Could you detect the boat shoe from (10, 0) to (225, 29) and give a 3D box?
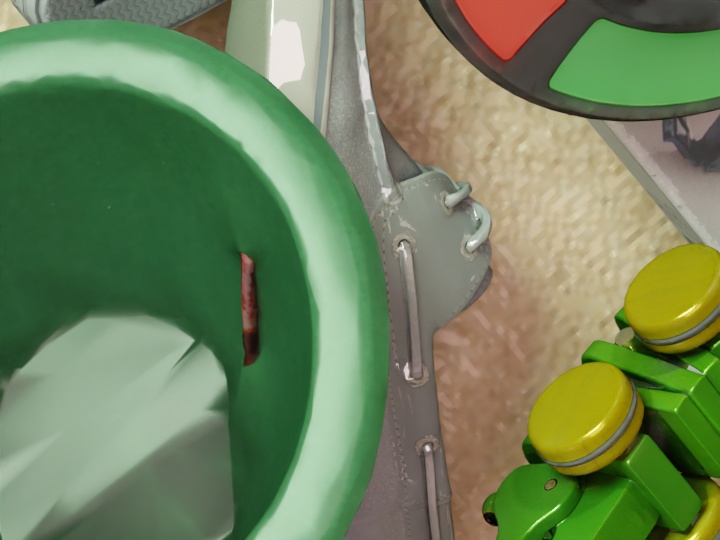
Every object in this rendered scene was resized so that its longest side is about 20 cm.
[{"bbox_3d":[-0.012,-0.130,0.825,0.199,0.074,0.067,-21,54,-12],"label":"boat shoe"}]

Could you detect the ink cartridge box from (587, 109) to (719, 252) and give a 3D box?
[{"bbox_3d":[0.133,-0.095,0.808,0.176,0.045,0.200,-42,114,1],"label":"ink cartridge box"}]

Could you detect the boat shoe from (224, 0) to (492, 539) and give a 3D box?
[{"bbox_3d":[0.000,0.001,0.821,0.071,0.070,0.202,-5,110,-11],"label":"boat shoe"}]

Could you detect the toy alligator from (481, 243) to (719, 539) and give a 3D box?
[{"bbox_3d":[0.060,0.056,0.778,0.200,0.054,0.059,-50,122,-15],"label":"toy alligator"}]

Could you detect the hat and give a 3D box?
[{"bbox_3d":[-0.058,0.055,0.798,0.165,0.176,0.201,-3,74,10],"label":"hat"}]

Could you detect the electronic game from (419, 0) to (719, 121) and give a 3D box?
[{"bbox_3d":[0.096,-0.121,0.709,0.200,0.200,0.042,-36,48,-1],"label":"electronic game"}]
